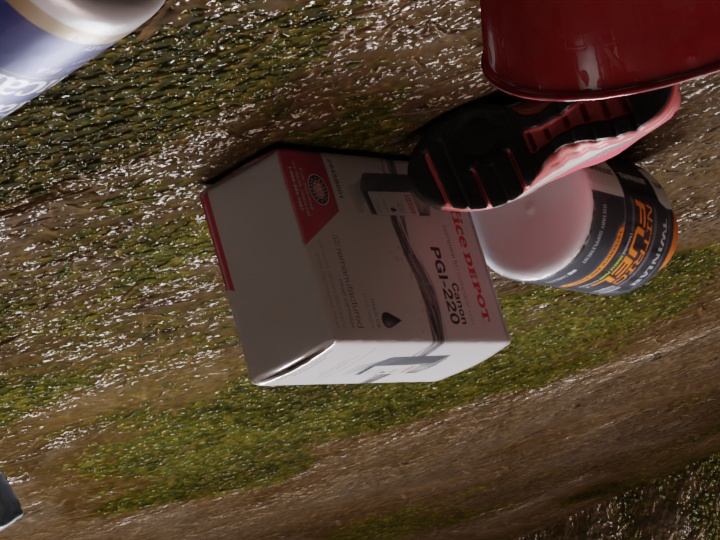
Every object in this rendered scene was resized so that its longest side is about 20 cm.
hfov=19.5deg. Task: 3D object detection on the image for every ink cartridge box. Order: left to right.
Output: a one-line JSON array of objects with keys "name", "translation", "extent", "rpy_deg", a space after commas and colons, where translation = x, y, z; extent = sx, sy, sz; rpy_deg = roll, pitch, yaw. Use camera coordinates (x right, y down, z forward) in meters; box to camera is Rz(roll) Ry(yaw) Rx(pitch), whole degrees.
[{"name": "ink cartridge box", "translation": [0.000, 0.000, 1.460], "extent": [0.085, 0.146, 0.200], "rpy_deg": [-28, 162, 35]}]

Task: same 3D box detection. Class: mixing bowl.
[{"name": "mixing bowl", "translation": [0.135, -0.172, 0.982], "extent": [0.199, 0.109, 0.200], "rpy_deg": [-18, -156, 8]}]

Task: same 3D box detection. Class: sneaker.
[{"name": "sneaker", "translation": [0.131, -0.085, 1.433], "extent": [0.199, 0.074, 0.087], "rpy_deg": [-21, 166, 17]}]

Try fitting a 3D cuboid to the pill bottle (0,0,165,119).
[{"name": "pill bottle", "translation": [-0.184, -0.116, 0.922], "extent": [0.200, 0.112, 0.111], "rpy_deg": [-27, 161, 36]}]

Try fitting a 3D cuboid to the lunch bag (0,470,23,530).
[{"name": "lunch bag", "translation": [-0.424, 0.207, 1.812], "extent": [0.199, 0.128, 0.169], "rpy_deg": [-16, 171, -39]}]

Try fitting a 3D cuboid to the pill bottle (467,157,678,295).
[{"name": "pill bottle", "translation": [0.171, -0.037, 1.585], "extent": [0.106, 0.107, 0.200], "rpy_deg": [-24, 164, 28]}]
